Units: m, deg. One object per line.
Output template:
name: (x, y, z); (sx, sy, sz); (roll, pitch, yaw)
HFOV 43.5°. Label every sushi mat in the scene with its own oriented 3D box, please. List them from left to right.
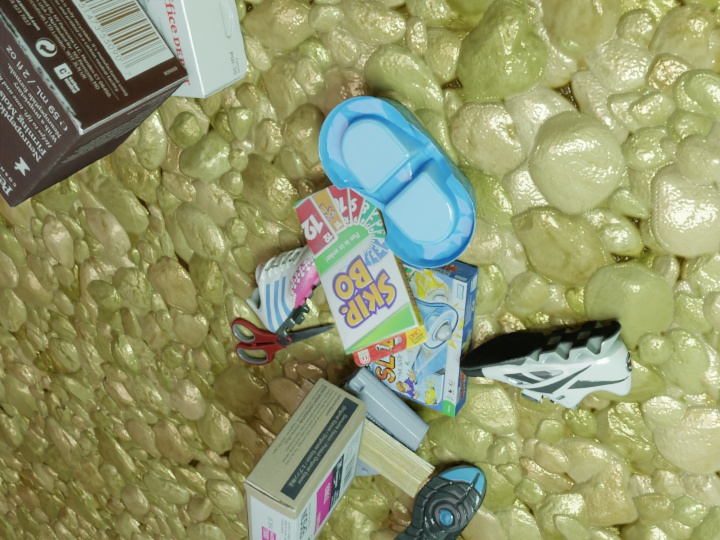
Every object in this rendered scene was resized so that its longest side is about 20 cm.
sushi mat: (0.001, 0.214, 1.158); (0.199, 0.012, 0.096); (35, 146, 7)

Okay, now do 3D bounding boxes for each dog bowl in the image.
dog bowl: (0.045, -0.099, 0.956); (0.200, 0.050, 0.111); (48, 121, -2)

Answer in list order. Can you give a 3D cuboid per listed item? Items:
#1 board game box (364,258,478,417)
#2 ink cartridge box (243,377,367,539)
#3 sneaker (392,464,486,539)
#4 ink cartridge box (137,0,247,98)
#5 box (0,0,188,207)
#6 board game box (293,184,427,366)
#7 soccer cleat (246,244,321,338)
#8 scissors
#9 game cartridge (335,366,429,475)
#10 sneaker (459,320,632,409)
board game box: (0.067, 0.068, 1.074); (0.134, 0.034, 0.203); (19, 129, 26)
ink cartridge box: (-0.068, 0.257, 1.113); (0.074, 0.165, 0.201); (26, 144, 15)
sneaker: (0.106, 0.327, 1.201); (0.073, 0.081, 0.201); (46, 117, 22)
ink cartridge box: (-0.240, -0.284, 1.029); (0.197, 0.083, 0.149); (10, 124, 31)
box: (-0.327, -0.204, 0.971); (0.199, 0.164, 0.167); (-28, 101, 45)
board game box: (0.000, 0.000, 1.017); (0.094, 0.030, 0.203); (-22, 86, 20)
soccer cleat: (-0.088, 0.006, 1.121); (0.086, 0.070, 0.201); (41, 135, 5)
scissors: (-0.102, 0.100, 1.238); (0.198, 0.014, 0.074); (-1, 116, 35)
game cartridge: (0.005, 0.207, 1.188); (0.133, 0.041, 0.200); (45, 144, -2)
sneaker: (0.199, 0.115, 0.982); (0.198, 0.074, 0.090); (-9, 112, 40)
